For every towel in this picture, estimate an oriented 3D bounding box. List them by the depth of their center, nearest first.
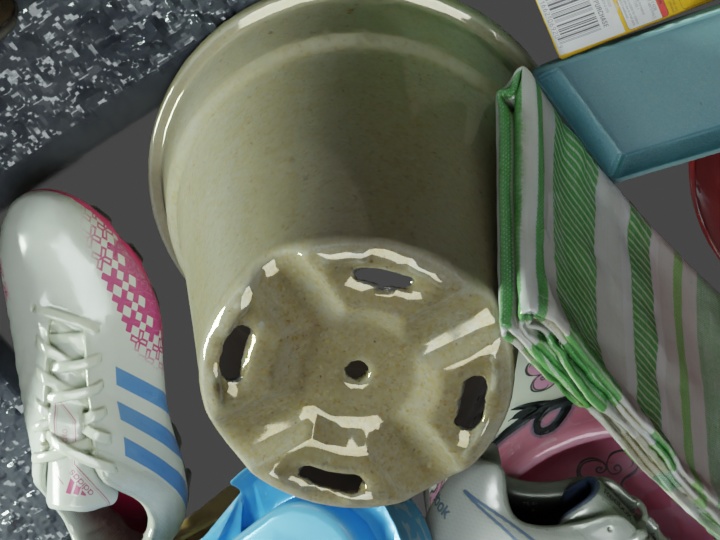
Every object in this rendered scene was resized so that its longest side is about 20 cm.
[{"bbox_3d":[0.119,0.019,1.301,0.023,0.153,0.200,-24,134,26],"label":"towel"}]

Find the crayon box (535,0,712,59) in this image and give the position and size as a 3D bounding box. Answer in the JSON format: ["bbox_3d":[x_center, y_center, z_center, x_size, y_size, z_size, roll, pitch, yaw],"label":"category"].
[{"bbox_3d":[0.103,-0.203,1.255,0.118,0.058,0.200,-20,118,11],"label":"crayon box"}]

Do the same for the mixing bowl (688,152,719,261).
[{"bbox_3d":[0.253,-0.028,1.328,0.199,0.109,0.201,0,121,0],"label":"mixing bowl"}]

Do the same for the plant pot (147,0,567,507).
[{"bbox_3d":[0.000,0.000,1.301,0.200,0.184,0.201,0,120,0],"label":"plant pot"}]

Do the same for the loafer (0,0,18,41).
[{"bbox_3d":[-0.247,-0.138,1.286,0.199,0.073,0.071,10,121,-5],"label":"loafer"}]

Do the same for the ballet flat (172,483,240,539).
[{"bbox_3d":[-0.065,0.148,1.456,0.200,0.063,0.069,-29,114,16],"label":"ballet flat"}]

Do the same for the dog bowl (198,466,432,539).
[{"bbox_3d":[-0.046,0.161,1.363,0.200,0.050,0.112,-39,74,27],"label":"dog bowl"}]

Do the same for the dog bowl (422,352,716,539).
[{"bbox_3d":[0.130,0.125,1.436,0.199,0.074,0.201,1,120,1],"label":"dog bowl"}]

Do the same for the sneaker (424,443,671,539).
[{"bbox_3d":[0.119,0.146,1.368,0.199,0.075,0.087,20,113,-11],"label":"sneaker"}]

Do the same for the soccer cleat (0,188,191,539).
[{"bbox_3d":[-0.127,0.060,1.386,0.070,0.086,0.201,-3,122,22],"label":"soccer cleat"}]

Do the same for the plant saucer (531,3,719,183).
[{"bbox_3d":[0.168,-0.089,1.281,0.200,0.019,0.070,-15,122,44],"label":"plant saucer"}]
